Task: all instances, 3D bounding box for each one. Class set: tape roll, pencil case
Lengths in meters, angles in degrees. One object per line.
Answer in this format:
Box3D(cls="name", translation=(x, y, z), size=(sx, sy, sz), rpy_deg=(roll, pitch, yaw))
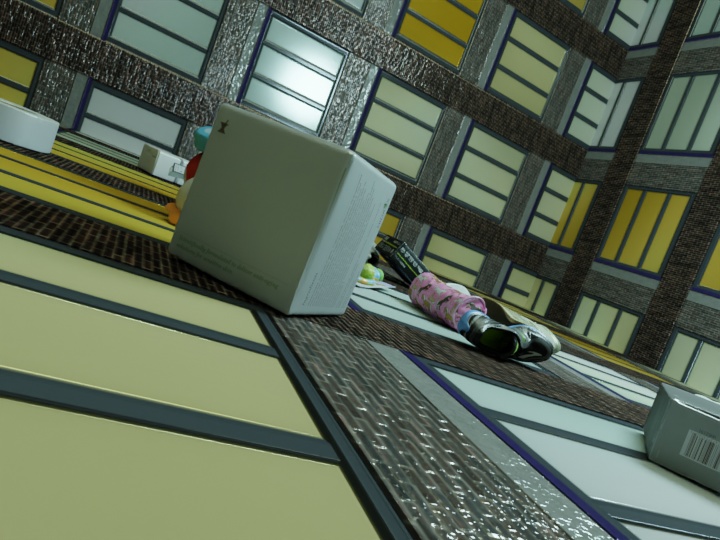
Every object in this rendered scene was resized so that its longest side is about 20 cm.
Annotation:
Box3D(cls="tape roll", translation=(-0.757, -0.322, 1.217), size=(0.199, 0.072, 0.202), rpy_deg=(22, 5, -2))
Box3D(cls="pencil case", translation=(0.179, 0.066, 1.196), size=(0.083, 0.086, 0.200), rpy_deg=(54, -9, -25))

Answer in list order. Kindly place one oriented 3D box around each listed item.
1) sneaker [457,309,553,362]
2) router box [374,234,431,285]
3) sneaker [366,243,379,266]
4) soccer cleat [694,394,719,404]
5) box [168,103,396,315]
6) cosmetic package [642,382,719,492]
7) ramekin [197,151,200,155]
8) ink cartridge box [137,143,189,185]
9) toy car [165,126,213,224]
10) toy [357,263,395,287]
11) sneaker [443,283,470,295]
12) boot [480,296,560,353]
Box3D(cls="sneaker", translation=(0.261, 0.131, 1.010), size=(0.196, 0.072, 0.083), rpy_deg=(19, 20, -23))
Box3D(cls="router box", translation=(0.130, -0.023, 1.700), size=(0.150, 0.062, 0.200), rpy_deg=(48, -3, -15))
Box3D(cls="sneaker", translation=(0.029, -0.043, 1.807), size=(0.091, 0.077, 0.199), rpy_deg=(32, 15, 19))
Box3D(cls="soccer cleat", translation=(0.912, 0.362, 1.414), size=(0.196, 0.071, 0.078), rpy_deg=(16, 9, 8))
Box3D(cls="box", translation=(-0.094, -0.070, 0.735), size=(0.196, 0.203, 0.171), rpy_deg=(24, 4, 21))
Box3D(cls="cosmetic package", translation=(0.438, 0.213, 0.747), size=(0.105, 0.092, 0.199), rpy_deg=(21, 7, 23))
Box3D(cls="ramekin", translation=(-0.294, -0.206, 1.344), size=(0.198, 0.204, 0.098), rpy_deg=(24, -2, 22))
Box3D(cls="ink cartridge box", translation=(-0.634, -0.347, 1.944), size=(0.198, 0.086, 0.144), rpy_deg=(18, 6, -45))
Box3D(cls="toy car", translation=(-0.289, -0.138, 1.053), size=(0.174, 0.187, 0.200), rpy_deg=(23, 34, 19))
Box3D(cls="toy", translation=(0.000, 0.000, 1.285), size=(0.114, 0.048, 0.199), rpy_deg=(23, 4, 25))
Box3D(cls="sneaker", translation=(0.247, 0.086, 1.431), size=(0.198, 0.077, 0.088), rpy_deg=(26, -11, -35))
Box3D(cls="boot", translation=(0.368, 0.135, 1.352), size=(0.199, 0.073, 0.153), rpy_deg=(33, 11, 37))
